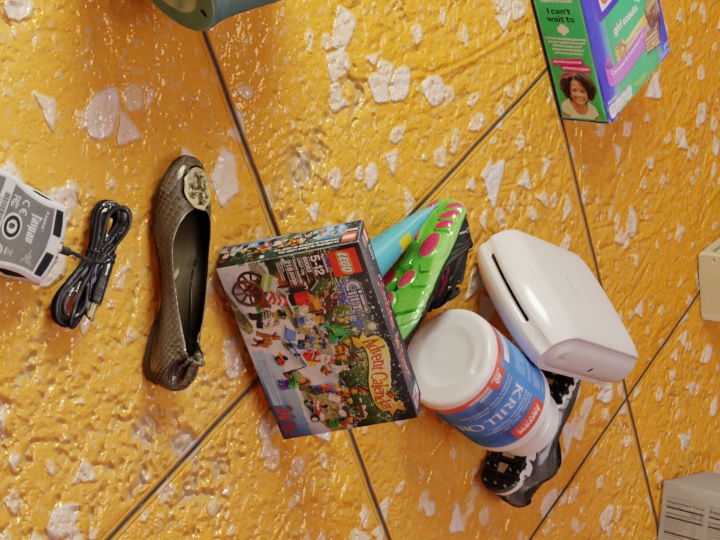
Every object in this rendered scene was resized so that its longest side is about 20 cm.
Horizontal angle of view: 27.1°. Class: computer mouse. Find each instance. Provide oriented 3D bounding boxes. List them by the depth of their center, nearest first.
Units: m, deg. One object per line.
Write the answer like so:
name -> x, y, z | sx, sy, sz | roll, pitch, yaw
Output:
computer mouse -> -0.257, -0.030, 1.137 | 0.200, 0.043, 0.111 | 33, 75, -56

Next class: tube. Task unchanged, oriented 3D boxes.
tube -> 0.000, 0.000, 1.463 | 0.200, 0.077, 0.051 | -44, 104, -36

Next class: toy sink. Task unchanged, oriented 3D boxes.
toy sink -> 0.597, -0.007, 2.187 | 0.199, 0.129, 0.114 | -28, 118, -46

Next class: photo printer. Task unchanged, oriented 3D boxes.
photo printer -> 0.217, 0.041, 1.685 | 0.199, 0.069, 0.168 | 18, 39, -52

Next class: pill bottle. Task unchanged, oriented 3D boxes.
pill bottle -> 0.140, 0.130, 1.626 | 0.200, 0.111, 0.113 | 38, 67, -48

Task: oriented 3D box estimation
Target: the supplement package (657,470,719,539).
supplement package -> 0.523, 0.409, 2.148 | 0.151, 0.149, 0.203 | 1, 96, -52

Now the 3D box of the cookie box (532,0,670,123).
cookie box -> 0.284, -0.305, 1.764 | 0.171, 0.075, 0.202 | -47, 130, -36

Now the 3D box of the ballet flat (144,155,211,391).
ballet flat -> -0.149, 0.004, 1.278 | 0.067, 0.046, 0.203 | 4, 93, -53

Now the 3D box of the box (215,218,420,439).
box -> -0.036, 0.058, 1.363 | 0.038, 0.135, 0.202 | -78, 154, -55

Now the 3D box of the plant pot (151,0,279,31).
plant pot -> -0.096, -0.297, 1.189 | 0.188, 0.199, 0.201 | -42, 129, -21

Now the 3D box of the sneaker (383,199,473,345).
sneaker -> 0.068, 0.018, 1.542 | 0.201, 0.076, 0.084 | -57, 132, -28

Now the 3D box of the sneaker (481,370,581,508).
sneaker -> 0.212, 0.195, 1.775 | 0.201, 0.066, 0.091 | -58, 140, -22
